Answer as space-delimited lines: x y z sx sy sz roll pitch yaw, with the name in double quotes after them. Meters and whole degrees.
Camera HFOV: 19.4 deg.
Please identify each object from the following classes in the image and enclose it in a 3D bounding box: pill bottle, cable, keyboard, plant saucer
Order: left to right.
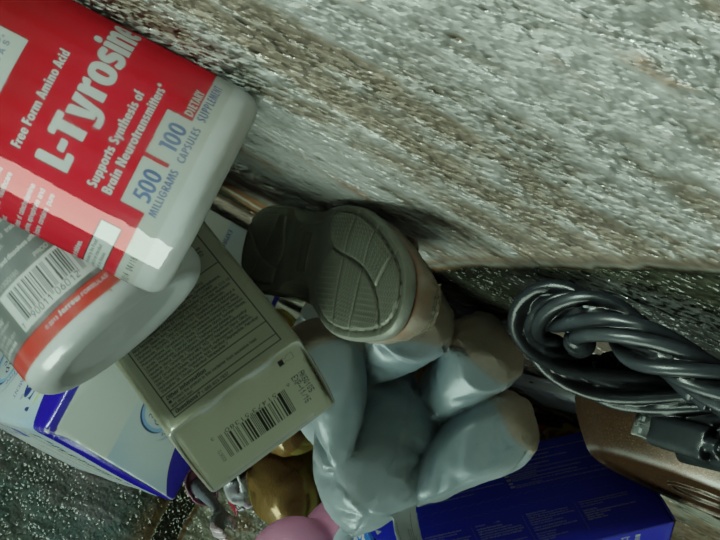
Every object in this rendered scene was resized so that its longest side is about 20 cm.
-0.189 -0.042 1.140 0.200 0.116 0.116 50 172 8 "pill bottle"
-0.161 -0.080 1.036 0.200 0.112 0.112 27 169 -5 "pill bottle"
0.166 0.091 1.372 0.056 0.011 0.200 27 171 -34 "keyboard"
0.169 0.056 1.116 0.163 0.051 0.200 37 168 -26 "cable"
0.222 0.129 1.317 0.200 0.035 0.200 21 171 3 "plant saucer"

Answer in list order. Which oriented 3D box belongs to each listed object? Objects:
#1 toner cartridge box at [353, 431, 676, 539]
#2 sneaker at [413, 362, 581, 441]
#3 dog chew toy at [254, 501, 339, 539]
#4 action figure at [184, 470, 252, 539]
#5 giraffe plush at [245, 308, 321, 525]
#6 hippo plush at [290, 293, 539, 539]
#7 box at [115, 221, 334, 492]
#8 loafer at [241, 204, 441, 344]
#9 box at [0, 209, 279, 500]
0.096 0.166 1.389 0.095 0.200 0.043 -119 25 -44 "toner cartridge box"
0.085 0.114 1.482 0.200 0.075 0.090 29 174 -16 "sneaker"
0.011 0.203 1.454 0.200 0.125 0.124 -1 -176 -29 "dog chew toy"
-0.123 0.119 1.671 0.149 0.134 0.200 21 137 35 "action figure"
-0.022 0.106 1.569 0.200 0.173 0.162 -14 -153 -30 "giraffe plush"
0.024 0.087 1.337 0.159 0.200 0.161 -5 -167 -5 "hippo plush"
-0.112 0.021 1.236 0.200 0.095 0.078 51 173 36 "box"
0.000 0.000 1.201 0.063 0.072 0.200 13 -177 -30 "loafer"
-0.161 0.045 1.446 0.105 0.184 0.200 33 167 -24 "box"
